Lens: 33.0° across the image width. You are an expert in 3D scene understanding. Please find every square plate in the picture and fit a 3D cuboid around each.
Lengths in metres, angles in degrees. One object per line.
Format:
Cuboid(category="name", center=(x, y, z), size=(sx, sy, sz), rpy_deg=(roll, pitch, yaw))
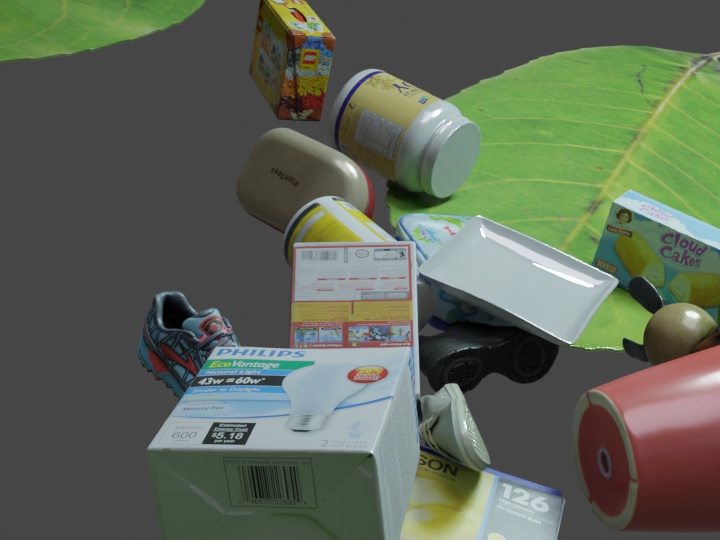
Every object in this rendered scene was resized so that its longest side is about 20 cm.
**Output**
Cuboid(category="square plate", center=(0.189, 0.014, 1.452), size=(0.200, 0.028, 0.198), rpy_deg=(26, 32, 16))

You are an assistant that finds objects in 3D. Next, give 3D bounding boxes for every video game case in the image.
Cuboid(category="video game case", center=(-0.008, 0.054, 1.351), size=(0.143, 0.017, 0.200), rpy_deg=(-1, 56, 1))

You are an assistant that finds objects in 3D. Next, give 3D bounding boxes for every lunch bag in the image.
Cuboid(category="lunch bag", center=(0.130, 0.002, 1.555), size=(0.160, 0.083, 0.200), rpy_deg=(1, 31, -25))

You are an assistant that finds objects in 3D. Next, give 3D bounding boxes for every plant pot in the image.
Cuboid(category="plant pot", center=(0.323, 0.179, 1.229), size=(0.177, 0.201, 0.201), rpy_deg=(-7, 33, -14))

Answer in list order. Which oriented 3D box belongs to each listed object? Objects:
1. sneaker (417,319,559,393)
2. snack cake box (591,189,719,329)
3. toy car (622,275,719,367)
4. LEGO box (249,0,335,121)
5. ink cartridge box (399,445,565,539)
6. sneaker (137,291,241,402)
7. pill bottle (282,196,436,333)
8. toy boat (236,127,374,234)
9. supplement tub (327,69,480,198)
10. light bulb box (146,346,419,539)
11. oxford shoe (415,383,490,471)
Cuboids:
Cuboid(category="sneaker", center=(0.147, 0.088, 1.424), size=(0.200, 0.076, 0.091), rpy_deg=(-3, 25, -32))
Cuboid(category="snack cake box", center=(0.432, -0.016, 1.680), size=(0.200, 0.115, 0.067), rpy_deg=(27, 32, 25))
Cuboid(category="toy car", center=(0.405, 0.084, 1.463), size=(0.158, 0.165, 0.200), rpy_deg=(-15, 27, -42))
Cuboid(category="LEGO box", center=(-0.118, -0.358, 2.033), size=(0.077, 0.149, 0.200), rpy_deg=(0, 31, -22))
Cuboid(category="ink cartridge box", center=(0.095, 0.228, 1.176), size=(0.197, 0.047, 0.200), rpy_deg=(17, 30, 8))
Cuboid(category="sneaker", center=(-0.162, 0.090, 1.261), size=(0.200, 0.096, 0.079), rpy_deg=(32, 34, 31))
Cuboid(category="pill bottle", center=(0.000, 0.000, 1.475), size=(0.112, 0.112, 0.200), rpy_deg=(-10, 36, -36))
Cuboid(category="toy boat", center=(-0.062, -0.102, 1.650), size=(0.200, 0.131, 0.131), rpy_deg=(29, 1, 34))
Cuboid(category="supplement tub", center=(0.066, -0.206, 1.839), size=(0.200, 0.146, 0.145), rpy_deg=(30, 33, 28))
Cuboid(category="light bulb box", center=(-0.058, 0.163, 1.079), size=(0.198, 0.125, 0.200), rpy_deg=(-1, 22, 11))
Cuboid(category="oxford shoe", center=(0.089, 0.162, 1.218), size=(0.058, 0.075, 0.200), rpy_deg=(-21, 7, 0))
